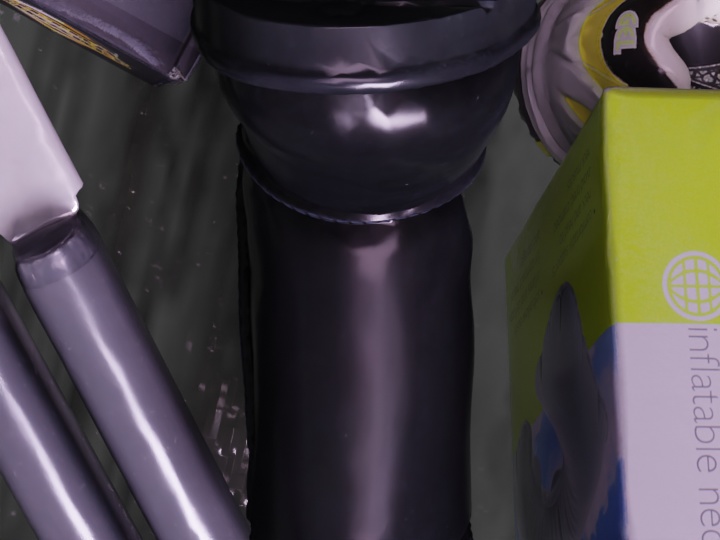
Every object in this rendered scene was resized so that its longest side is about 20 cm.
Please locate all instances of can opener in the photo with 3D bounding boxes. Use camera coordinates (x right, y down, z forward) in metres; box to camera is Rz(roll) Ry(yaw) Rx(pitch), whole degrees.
[{"bbox_3d":[-0.082,0.005,0.737,0.053,0.066,0.200,-25,105,5],"label":"can opener"}]

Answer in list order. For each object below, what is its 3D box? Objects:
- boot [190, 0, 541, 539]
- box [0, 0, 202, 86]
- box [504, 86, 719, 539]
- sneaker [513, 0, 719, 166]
[{"bbox_3d":[-0.001,0.000,0.674,0.073,0.198,0.163,3,105,1],"label":"boot"},{"bbox_3d":[-0.096,-0.160,0.733,0.200,0.046,0.159,29,86,-10],"label":"box"},{"bbox_3d":[0.069,0.071,0.703,0.048,0.122,0.200,2,70,-9],"label":"box"},{"bbox_3d":[0.139,-0.026,0.766,0.200,0.076,0.076,13,88,-12],"label":"sneaker"}]
